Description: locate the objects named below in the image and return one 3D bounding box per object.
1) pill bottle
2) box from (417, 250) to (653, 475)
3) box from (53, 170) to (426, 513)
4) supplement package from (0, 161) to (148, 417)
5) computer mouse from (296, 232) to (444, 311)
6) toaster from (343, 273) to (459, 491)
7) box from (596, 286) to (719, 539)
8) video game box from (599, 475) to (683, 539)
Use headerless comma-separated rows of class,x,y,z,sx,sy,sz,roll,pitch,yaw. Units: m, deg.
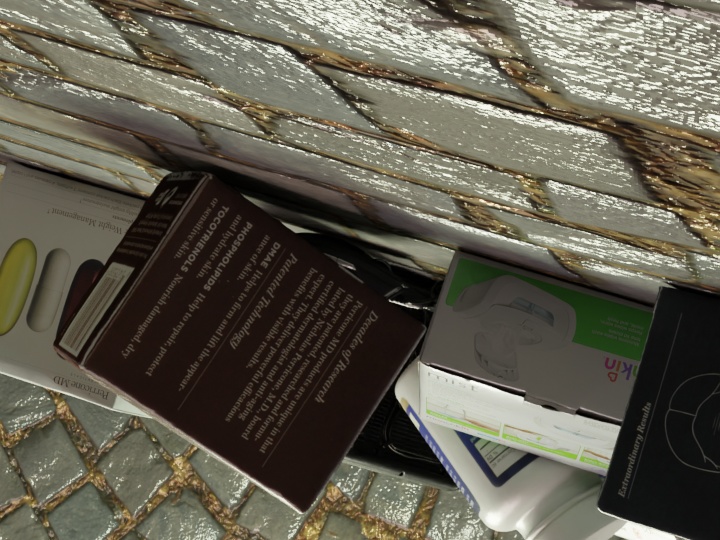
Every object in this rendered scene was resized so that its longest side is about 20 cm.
pill bottle,0.129,0.145,1.510,0.200,0.120,0.120,55,-171,18
box,0.149,0.080,1.374,0.199,0.097,0.177,17,163,8
box,-0.094,0.049,1.351,0.200,0.164,0.166,35,173,-15
supplement package,-0.268,0.022,1.809,0.191,0.201,0.147,15,176,17
computer mouse,0.000,0.000,1.552,0.199,0.046,0.140,11,179,3
toaster,0.045,0.099,1.726,0.200,0.181,0.119,19,-179,-37
box,0.270,0.109,1.123,0.200,0.149,0.107,15,175,35
video game box,0.287,0.159,1.569,0.182,0.200,0.047,12,131,61
